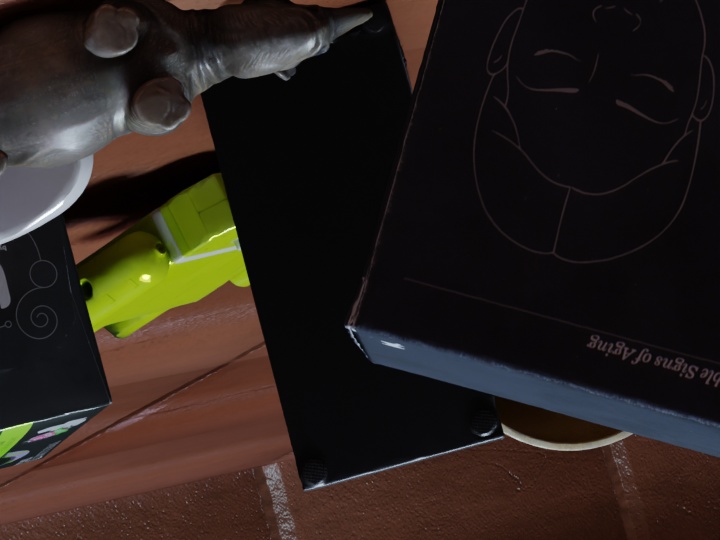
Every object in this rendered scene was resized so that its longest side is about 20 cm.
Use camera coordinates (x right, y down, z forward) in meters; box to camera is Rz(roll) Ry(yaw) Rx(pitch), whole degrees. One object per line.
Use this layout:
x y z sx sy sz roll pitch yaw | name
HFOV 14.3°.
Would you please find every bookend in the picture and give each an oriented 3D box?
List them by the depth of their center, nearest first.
0.000 0.000 1.340 0.092 0.201 0.199 -15 171 2 | bookend

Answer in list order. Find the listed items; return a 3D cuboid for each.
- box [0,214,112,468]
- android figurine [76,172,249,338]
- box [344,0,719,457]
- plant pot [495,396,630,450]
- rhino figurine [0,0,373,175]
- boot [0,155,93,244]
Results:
-0.228 0.043 1.483 0.148 0.125 0.200 -13 173 -18 | box
-0.086 -0.012 1.563 0.200 0.041 0.182 -30 171 31 | android figurine
0.117 -0.041 1.031 0.199 0.197 0.124 16 173 5 | box
0.083 0.006 1.735 0.186 0.187 0.200 -12 -173 -23 | plant pot
-0.091 -0.078 1.121 0.199 0.060 0.087 -16 -174 -7 | rhino figurine
-0.193 -0.038 1.227 0.199 0.073 0.090 -9 -178 20 | boot
